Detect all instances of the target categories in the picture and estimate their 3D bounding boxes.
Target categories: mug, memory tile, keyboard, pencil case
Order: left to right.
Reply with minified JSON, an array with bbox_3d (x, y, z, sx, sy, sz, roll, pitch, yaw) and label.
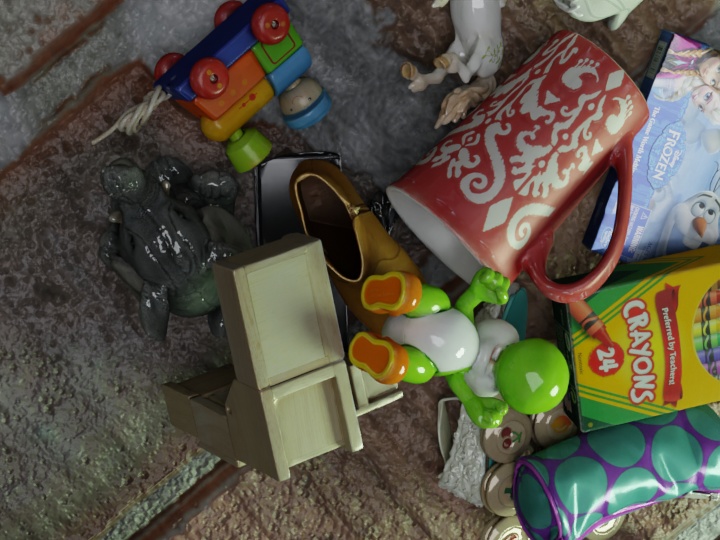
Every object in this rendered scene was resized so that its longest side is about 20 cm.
[{"bbox_3d":[-0.026,-0.003,1.736,0.126,0.021,0.201,-2,102,1],"label":"keyboard"},{"bbox_3d":[0.150,-0.078,1.674,0.178,0.133,0.200,45,82,-9],"label":"mug"},{"bbox_3d":[0.170,0.156,1.752,0.153,0.017,0.201,-11,108,-27],"label":"memory tile"},{"bbox_3d":[0.229,0.177,1.729,0.199,0.085,0.093,-15,71,-24],"label":"pencil case"}]

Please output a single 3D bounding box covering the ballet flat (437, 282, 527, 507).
[{"bbox_3d":[0.099,0.107,1.749,0.071,0.072,0.201,6,99,-7],"label":"ballet flat"}]

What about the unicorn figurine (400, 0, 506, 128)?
[{"bbox_3d":[0.098,-0.227,1.672,0.137,0.074,0.201,-18,132,-42],"label":"unicorn figurine"}]

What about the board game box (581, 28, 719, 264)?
[{"bbox_3d":[0.320,-0.082,1.741,0.198,0.043,0.201,18,100,-10],"label":"board game box"}]

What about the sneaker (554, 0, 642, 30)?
[{"bbox_3d":[0.184,-0.244,1.637,0.081,0.200,0.075,-52,59,18],"label":"sneaker"}]

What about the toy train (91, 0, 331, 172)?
[{"bbox_3d":[-0.119,-0.126,1.651,0.200,0.085,0.116,-44,117,-18],"label":"toy train"}]

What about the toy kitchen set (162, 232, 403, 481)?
[{"bbox_3d":[-0.060,0.045,1.644,0.163,0.200,0.181,-20,108,-27],"label":"toy kitchen set"}]

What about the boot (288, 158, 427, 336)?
[{"bbox_3d":[0.000,-0.001,1.653,0.071,0.144,0.202,-31,99,7],"label":"boot"}]

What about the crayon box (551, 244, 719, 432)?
[{"bbox_3d":[0.267,0.052,1.709,0.199,0.051,0.128,-13,109,-10],"label":"crayon box"}]

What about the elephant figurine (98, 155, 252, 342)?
[{"bbox_3d":[-0.153,-0.014,1.628,0.154,0.200,0.142,19,98,-9],"label":"elephant figurine"}]

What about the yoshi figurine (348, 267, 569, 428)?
[{"bbox_3d":[0.094,0.065,1.602,0.199,0.112,0.112,19,128,-41],"label":"yoshi figurine"}]
